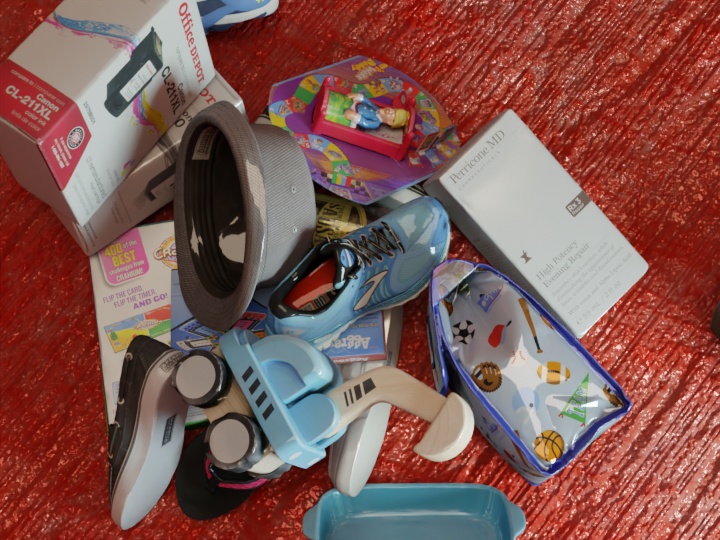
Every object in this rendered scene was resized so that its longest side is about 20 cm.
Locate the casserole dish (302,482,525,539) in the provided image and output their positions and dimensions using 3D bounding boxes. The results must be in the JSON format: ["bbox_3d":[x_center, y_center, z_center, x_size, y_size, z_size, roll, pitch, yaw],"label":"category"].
[{"bbox_3d":[0.048,0.238,1.135,0.198,0.121,0.039,-1,113,1],"label":"casserole dish"}]

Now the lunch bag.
[{"bbox_3d":[0.129,0.087,1.134,0.124,0.170,0.200,-38,79,-6],"label":"lunch bag"}]

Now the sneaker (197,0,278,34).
[{"bbox_3d":[-0.173,-0.274,1.288,0.198,0.082,0.075,-3,70,23],"label":"sneaker"}]

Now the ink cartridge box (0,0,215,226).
[{"bbox_3d":[-0.226,-0.163,1.112,0.083,0.146,0.200,31,70,18],"label":"ink cartridge box"}]

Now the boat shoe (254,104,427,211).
[{"bbox_3d":[-0.011,-0.115,1.241,0.199,0.071,0.064,29,80,11],"label":"boat shoe"}]

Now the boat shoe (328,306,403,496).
[{"bbox_3d":[-0.010,0.108,1.187,0.068,0.072,0.202,6,78,18],"label":"boat shoe"}]

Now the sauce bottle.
[{"bbox_3d":[-0.012,-0.038,1.224,0.198,0.066,0.067,9,76,5],"label":"sauce bottle"}]

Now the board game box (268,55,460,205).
[{"bbox_3d":[0.011,-0.151,1.213,0.199,0.039,0.158,-25,67,-38],"label":"board game box"}]

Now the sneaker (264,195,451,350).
[{"bbox_3d":[0.000,0.000,1.128,0.200,0.090,0.078,-38,69,-11],"label":"sneaker"}]

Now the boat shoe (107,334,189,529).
[{"bbox_3d":[-0.197,0.145,1.145,0.056,0.068,0.201,33,122,22],"label":"boat shoe"}]

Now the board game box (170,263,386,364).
[{"bbox_3d":[-0.077,0.041,1.177,0.198,0.019,0.104,-4,66,3],"label":"board game box"}]

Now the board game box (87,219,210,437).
[{"bbox_3d":[-0.176,0.052,1.219,0.152,0.040,0.202,-9,75,0],"label":"board game box"}]

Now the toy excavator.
[{"bbox_3d":[-0.030,0.109,1.068,0.199,0.100,0.195,-35,69,6],"label":"toy excavator"}]

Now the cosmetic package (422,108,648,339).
[{"bbox_3d":[0.163,-0.042,1.192,0.102,0.074,0.200,-44,95,-9],"label":"cosmetic package"}]

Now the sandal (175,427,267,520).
[{"bbox_3d":[-0.099,0.160,1.152,0.200,0.045,0.075,-38,91,19],"label":"sandal"}]

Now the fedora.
[{"bbox_3d":[-0.098,-0.051,1.139,0.090,0.176,0.202,-6,98,-31],"label":"fedora"}]

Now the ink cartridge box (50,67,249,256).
[{"bbox_3d":[-0.225,-0.135,1.227,0.199,0.085,0.146,-35,67,-16],"label":"ink cartridge box"}]

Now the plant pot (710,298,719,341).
[{"bbox_3d":[0.424,0.064,1.138,0.199,0.187,0.187,31,78,24],"label":"plant pot"}]
